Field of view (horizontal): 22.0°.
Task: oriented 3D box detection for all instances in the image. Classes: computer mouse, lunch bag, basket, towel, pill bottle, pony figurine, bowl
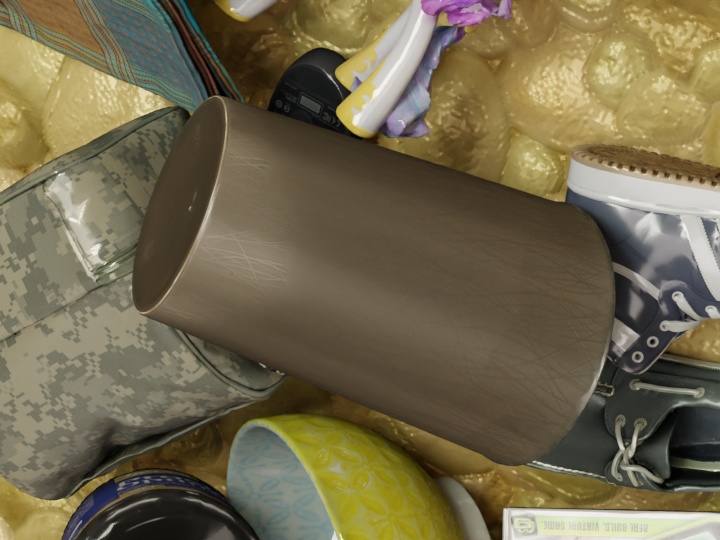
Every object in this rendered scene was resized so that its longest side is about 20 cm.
[{"bbox_3d":[-0.039,-0.035,1.045,0.059,0.034,0.200,33,121,20],"label":"computer mouse"},{"bbox_3d":[-0.147,0.027,1.026,0.200,0.139,0.168,-27,95,32],"label":"lunch bag"},{"bbox_3d":[0.000,0.000,0.917,0.200,0.180,0.136,19,102,-21],"label":"basket"},{"bbox_3d":[-0.158,-0.147,0.967,0.200,0.022,0.147,25,159,32],"label":"towel"},{"bbox_3d":[-0.111,0.167,1.015,0.112,0.200,0.112,0,89,-10],"label":"pill bottle"},{"bbox_3d":[0.042,-0.166,0.915,0.193,0.166,0.200,45,113,22],"label":"pony figurine"},{"bbox_3d":[0.011,0.167,1.035,0.108,0.200,0.200,-14,107,-23],"label":"bowl"}]

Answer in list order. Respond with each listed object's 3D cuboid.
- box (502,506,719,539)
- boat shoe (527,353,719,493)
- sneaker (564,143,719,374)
[{"bbox_3d":[0.178,0.187,1.017,0.200,0.035,0.110,-1,81,18],"label":"box"},{"bbox_3d":[0.161,0.085,0.997,0.200,0.062,0.073,-1,107,18],"label":"boat shoe"},{"bbox_3d":[0.195,0.009,0.957,0.200,0.070,0.109,16,106,20],"label":"sneaker"}]
